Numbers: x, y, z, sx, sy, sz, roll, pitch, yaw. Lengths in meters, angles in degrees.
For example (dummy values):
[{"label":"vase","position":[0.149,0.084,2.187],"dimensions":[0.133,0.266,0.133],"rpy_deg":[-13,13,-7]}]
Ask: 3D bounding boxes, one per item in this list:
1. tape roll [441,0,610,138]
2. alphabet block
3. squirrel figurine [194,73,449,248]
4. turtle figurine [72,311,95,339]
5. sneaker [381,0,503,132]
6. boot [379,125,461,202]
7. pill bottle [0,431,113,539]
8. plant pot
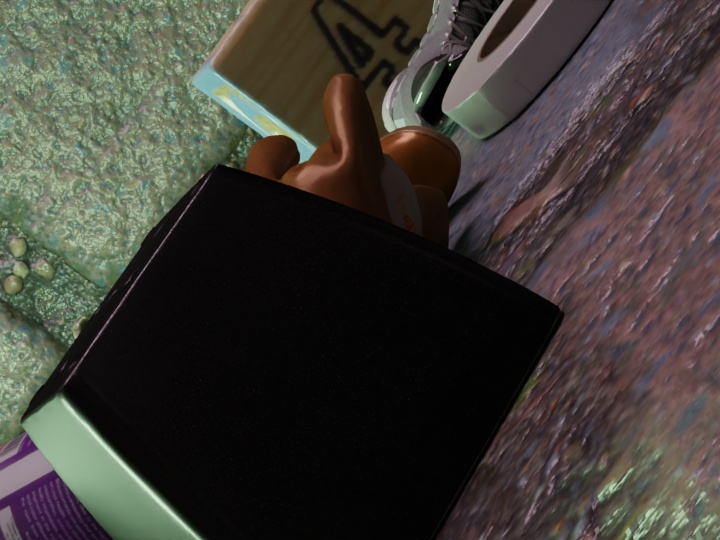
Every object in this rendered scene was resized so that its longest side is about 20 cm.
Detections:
[{"label":"tape roll","position":[0.133,-0.187,1.264],"dimensions":[0.203,0.037,0.203],"rpy_deg":[-51,9,12]},{"label":"alphabet block","position":[-0.025,-0.212,1.663],"dimensions":[0.200,0.196,0.195],"rpy_deg":[-55,11,-5]},{"label":"squirrel figurine","position":[-0.053,0.008,1.070],"dimensions":[0.186,0.142,0.201],"rpy_deg":[-15,57,23]},{"label":"turtle figurine","position":[-0.138,0.046,1.306],"dimensions":[0.200,0.144,0.194],"rpy_deg":[-52,-3,-42]},{"label":"sneaker","position":[0.094,-0.193,1.415],"dimensions":[0.201,0.075,0.115],"rpy_deg":[-65,14,-2]},{"label":"boot","position":[-0.001,0.000,1.195],"dimensions":[0.201,0.071,0.144],"rpy_deg":[-50,14,53]},{"label":"pill bottle","position":[-0.133,0.122,1.021],"dimensions":[0.200,0.111,0.112],"rpy_deg":[-29,21,30]},{"label":"plant pot","position":[-0.052,0.062,0.851],"dimensions":[0.200,0.177,0.199],"rpy_deg":[-56,10,-20]}]
